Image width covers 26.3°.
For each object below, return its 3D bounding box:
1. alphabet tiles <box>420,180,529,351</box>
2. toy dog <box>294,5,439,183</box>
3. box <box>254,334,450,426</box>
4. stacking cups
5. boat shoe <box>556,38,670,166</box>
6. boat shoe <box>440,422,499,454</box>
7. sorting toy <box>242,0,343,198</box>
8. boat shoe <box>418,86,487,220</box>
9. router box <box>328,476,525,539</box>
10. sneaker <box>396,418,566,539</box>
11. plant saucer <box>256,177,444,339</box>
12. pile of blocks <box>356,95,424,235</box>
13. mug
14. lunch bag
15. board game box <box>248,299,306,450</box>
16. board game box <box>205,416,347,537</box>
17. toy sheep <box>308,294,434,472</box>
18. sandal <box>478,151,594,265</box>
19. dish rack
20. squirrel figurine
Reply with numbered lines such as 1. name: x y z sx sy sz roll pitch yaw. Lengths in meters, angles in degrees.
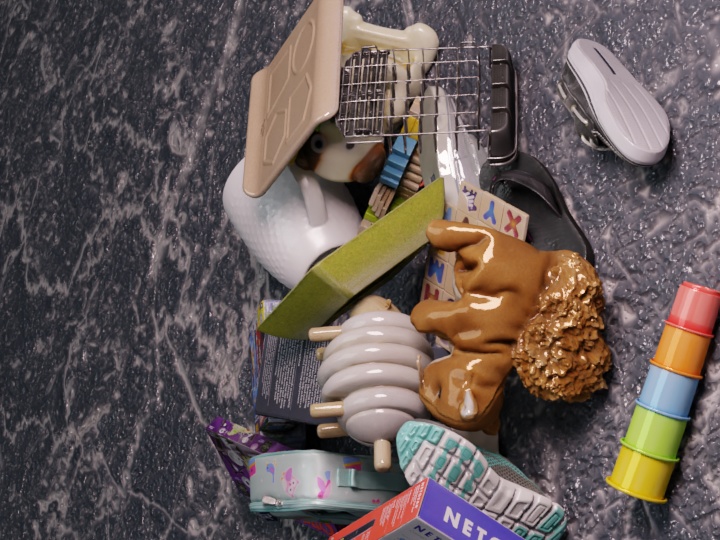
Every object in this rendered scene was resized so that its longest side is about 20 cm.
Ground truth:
1. alphabet tiles: 0.129 0.012 1.655 0.166 0.006 0.201 33 126 40
2. toy dog: -0.012 -0.191 1.833 0.194 0.139 0.200 108 -175 -45
3. box: -0.007 0.130 1.774 0.200 0.148 0.108 2 82 57
4. stacking cups: 0.288 0.111 1.417 0.060 0.060 0.201 27 99 57
5. boat shoe: 0.251 -0.154 1.544 0.200 0.072 0.071 -106 31 -51
6. boat shoe: 0.114 0.207 1.646 0.069 0.072 0.201 -43 56 42
7. sorting toy: -0.072 -0.201 1.765 0.200 0.036 0.186 -40 40 50
8. boat shoe: 0.113 -0.113 1.736 0.070 0.071 0.202 130 134 -63
9. router box: 0.087 0.303 1.530 0.179 0.200 0.049 -40 22 46
10. sneaker: 0.111 0.207 1.537 0.078 0.200 0.091 -50 18 9
11. plant saucer: 0.000 0.000 1.683 0.048 0.200 0.200 51 150 4
12. pile of blocks: 0.055 -0.103 1.819 0.082 0.062 0.201 -60 -7 -64
13. mug: -0.074 -0.073 1.912 0.176 0.147 0.201 55 161 37
14. lunch bag: -0.019 0.243 1.710 0.160 0.199 0.078 -9 75 54
15. board game box: -0.100 0.152 1.943 0.200 0.061 0.201 129 138 -76
16. board game box: -0.100 0.254 1.888 0.199 0.120 0.032 16 54 45
17. toy sheep: 0.015 0.115 1.590 0.138 0.137 0.201 -36 48 47
18. sandal: 0.178 -0.065 1.621 0.075 0.048 0.201 -50 45 17
19. dish rack: 0.072 -0.185 1.685 0.055 0.199 0.154 80 -169 -49
20. squirrel figurine: 0.145 0.070 1.511 0.199 0.142 0.188 9 74 18
